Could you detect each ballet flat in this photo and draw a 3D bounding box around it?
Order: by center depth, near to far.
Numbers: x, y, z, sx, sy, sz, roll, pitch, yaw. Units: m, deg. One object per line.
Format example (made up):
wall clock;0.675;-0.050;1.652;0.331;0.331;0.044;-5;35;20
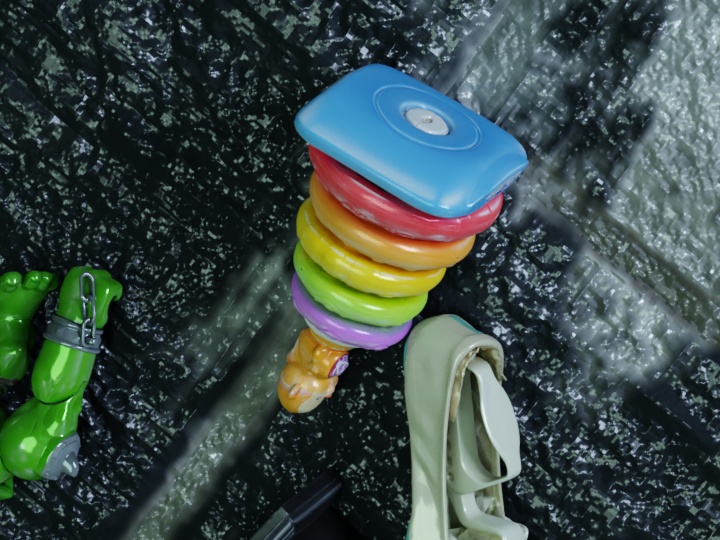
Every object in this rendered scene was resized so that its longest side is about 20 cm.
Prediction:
ballet flat;0.059;0.124;1.593;0.069;0.069;0.200;-2;100;18

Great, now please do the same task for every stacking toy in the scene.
stacking toy;0.000;0.000;1.585;0.110;0.116;0.200;32;119;13

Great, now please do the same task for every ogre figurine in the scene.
ogre figurine;-0.225;0.069;1.669;0.200;0.098;0.120;-7;80;4

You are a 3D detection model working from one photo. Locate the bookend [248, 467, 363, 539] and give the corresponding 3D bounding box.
bookend;-0.024;0.255;1.634;0.200;0.092;0.199;45;109;5
